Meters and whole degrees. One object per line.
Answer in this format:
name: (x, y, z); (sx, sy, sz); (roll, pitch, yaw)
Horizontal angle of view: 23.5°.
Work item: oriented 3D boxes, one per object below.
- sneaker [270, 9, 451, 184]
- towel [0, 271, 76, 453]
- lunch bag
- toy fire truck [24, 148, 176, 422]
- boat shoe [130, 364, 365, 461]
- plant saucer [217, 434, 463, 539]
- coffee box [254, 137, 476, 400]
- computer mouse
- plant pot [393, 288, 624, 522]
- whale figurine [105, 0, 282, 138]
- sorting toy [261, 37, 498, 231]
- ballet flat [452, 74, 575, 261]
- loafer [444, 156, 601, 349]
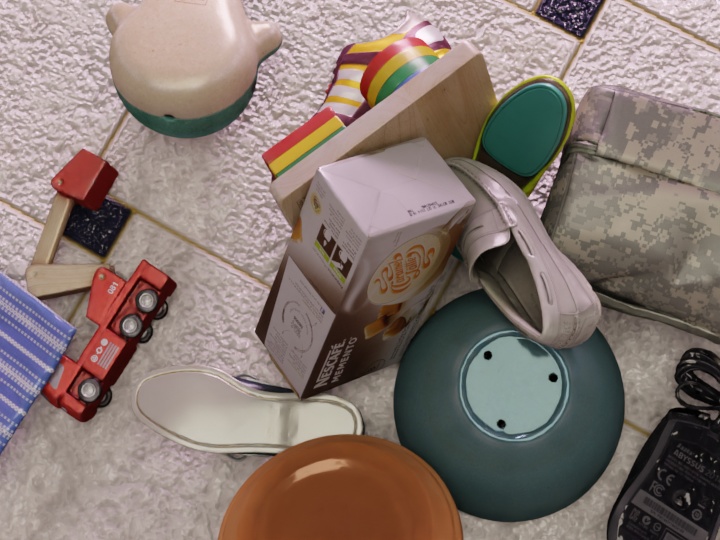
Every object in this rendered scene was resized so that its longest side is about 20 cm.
sneaker: (-0.006, -0.143, 1.517); (0.199, 0.075, 0.090); (-36, 63, -4)
towel: (-0.348, 0.096, 1.484); (0.144, 0.024, 0.201); (34, 92, 19)
lunch bag: (0.244, -0.041, 1.438); (0.198, 0.139, 0.169); (18, 75, 1)
toy fire truck: (-0.239, 0.013, 1.505); (0.140, 0.049, 0.201); (32, 85, 10)
boat shoe: (-0.094, 0.123, 1.471); (0.198, 0.062, 0.076); (3, 78, 1)
plant saucer: (-0.018, 0.212, 1.362); (0.198, 0.038, 0.202); (-5, 53, 6)
coffee box: (0.000, 0.000, 1.398); (0.114, 0.201, 0.080); (-17, 57, -35)
computer mouse: (0.274, 0.180, 1.448); (0.138, 0.053, 0.201); (37, 76, 0)
plant pot: (0.124, 0.103, 1.426); (0.198, 0.135, 0.202); (0, 80, 3)
whale figurine: (-0.145, -0.203, 1.529); (0.157, 0.104, 0.201); (6, 56, 5)
sorting toy: (0.019, -0.095, 1.443); (0.198, 0.200, 0.070); (-36, 63, -4)
ballet flat: (0.127, -0.092, 1.448); (0.067, 0.067, 0.201); (36, 128, 10)
loafer: (0.112, -0.018, 1.378); (0.200, 0.069, 0.070); (50, 127, 32)
